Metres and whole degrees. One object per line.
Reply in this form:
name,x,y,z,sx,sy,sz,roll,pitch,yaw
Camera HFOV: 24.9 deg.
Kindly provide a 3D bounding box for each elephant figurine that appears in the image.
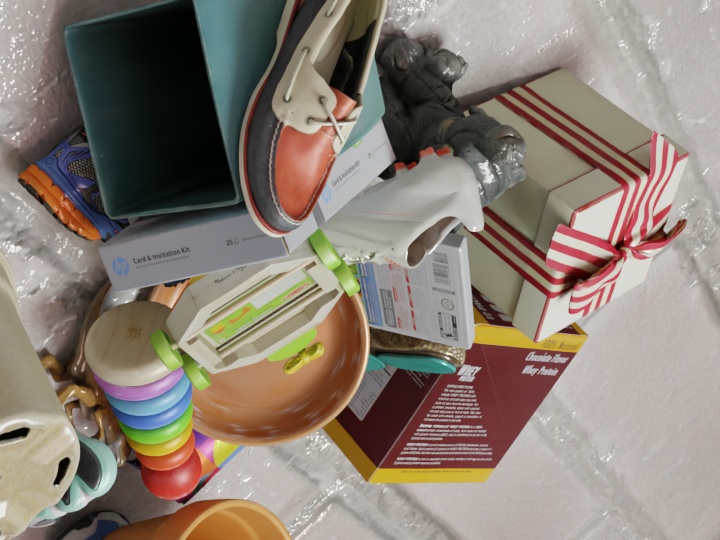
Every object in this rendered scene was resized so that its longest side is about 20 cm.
elephant figurine,0.075,-0.092,1.373,0.155,0.200,0.142,9,119,-51

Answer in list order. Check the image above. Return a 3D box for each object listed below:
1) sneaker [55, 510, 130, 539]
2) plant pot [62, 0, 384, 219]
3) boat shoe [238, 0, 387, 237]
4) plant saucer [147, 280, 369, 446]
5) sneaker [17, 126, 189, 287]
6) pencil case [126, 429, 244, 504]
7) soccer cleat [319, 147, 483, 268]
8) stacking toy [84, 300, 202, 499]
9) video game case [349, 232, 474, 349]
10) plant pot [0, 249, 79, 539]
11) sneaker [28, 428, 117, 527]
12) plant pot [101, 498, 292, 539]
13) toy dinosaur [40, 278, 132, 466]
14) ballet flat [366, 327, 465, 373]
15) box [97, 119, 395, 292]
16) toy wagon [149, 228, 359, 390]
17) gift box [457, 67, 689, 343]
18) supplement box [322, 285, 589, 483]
sneaker,-0.231,0.298,1.592,0.076,0.077,0.200,-40,144,-2
plant pot,-0.084,-0.133,1.193,0.200,0.141,0.142,-21,102,-47
boat shoe,-0.028,-0.119,1.105,0.071,0.062,0.201,36,60,-45
plant saucer,-0.091,0.056,1.425,0.199,0.037,0.201,0,110,0
sneaker,-0.177,-0.049,1.281,0.079,0.075,0.200,-49,147,3
pencil case,-0.128,0.126,1.507,0.200,0.088,0.088,-41,146,-5
soccer cleat,0.010,-0.029,1.309,0.199,0.078,0.069,-27,171,33
stacking toy,-0.173,0.120,1.385,0.085,0.085,0.201,-29,140,-20
video game case,0.000,0.000,1.422,0.144,0.199,0.018,80,28,-51
plant pot,-0.307,0.099,1.207,0.200,0.184,0.201,-26,142,-23
sneaker,-0.263,0.177,1.386,0.199,0.078,0.140,-9,168,26
plant pot,-0.167,0.308,1.514,0.200,0.139,0.201,1,89,-51
toy dinosaur,-0.235,0.081,1.392,0.106,0.060,0.201,-28,132,-39
ballet flat,0.021,0.060,1.536,0.070,0.199,0.066,36,63,-46
box,-0.081,-0.052,1.230,0.200,0.155,0.041,-43,117,-56
toy wagon,-0.076,0.036,1.287,0.155,0.040,0.200,-32,159,2
gift box,0.184,-0.065,1.510,0.184,0.187,0.201,-30,146,-31
supplement box,0.083,0.096,1.644,0.197,0.133,0.200,8,122,-49
